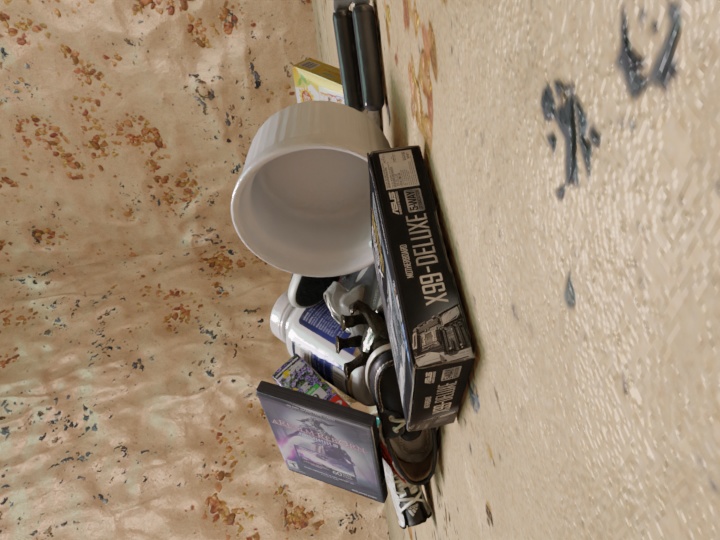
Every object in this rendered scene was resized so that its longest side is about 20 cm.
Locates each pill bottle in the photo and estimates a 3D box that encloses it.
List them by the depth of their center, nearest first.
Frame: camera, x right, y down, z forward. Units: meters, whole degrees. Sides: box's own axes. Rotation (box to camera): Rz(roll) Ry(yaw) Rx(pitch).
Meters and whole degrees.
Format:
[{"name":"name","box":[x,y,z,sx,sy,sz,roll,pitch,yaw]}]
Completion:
[{"name":"pill bottle","box":[-0.036,0.099,0.867,0.198,0.110,0.113,25,136,36]}]

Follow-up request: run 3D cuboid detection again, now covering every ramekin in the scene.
[{"name":"ramekin","box":[-0.046,-0.095,0.708,0.203,0.195,0.099,85,-177,-48]}]

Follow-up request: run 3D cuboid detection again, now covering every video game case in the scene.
[{"name":"video game case","box":[-0.040,0.210,0.728,0.202,0.140,0.019,81,-152,-48]}]

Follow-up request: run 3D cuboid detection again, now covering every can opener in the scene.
[{"name":"can opener","box":[0.000,-0.295,0.728,0.067,0.052,0.205,-31,-63,-58]}]

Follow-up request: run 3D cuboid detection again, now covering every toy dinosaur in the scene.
[{"name":"toy dinosaur","box":[0.028,0.074,0.717,0.077,0.100,0.205,-131,45,-64]}]

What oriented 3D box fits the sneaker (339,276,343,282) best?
[{"name":"sneaker","box":[-0.043,-0.004,1.018,0.201,0.112,0.077,-77,-13,-67]}]

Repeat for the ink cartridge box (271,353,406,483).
[{"name":"ink cartridge box","box":[-0.032,0.203,0.790,0.199,0.050,0.110,35,158,47]}]

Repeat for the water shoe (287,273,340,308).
[{"name":"water shoe","box":[-0.057,-0.047,0.851,0.078,0.071,0.204,21,87,47]}]

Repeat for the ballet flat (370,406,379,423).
[{"name":"ballet flat","box":[0.056,0.214,0.965,0.201,0.066,0.064,102,-172,-71]}]

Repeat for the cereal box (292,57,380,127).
[{"name":"cereal box","box":[-0.029,-0.183,0.868,0.143,0.039,0.203,32,143,35]}]

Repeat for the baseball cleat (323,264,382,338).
[{"name":"baseball cleat","box":[0.000,0.000,0.808,0.070,0.104,0.203,80,-177,-51]}]

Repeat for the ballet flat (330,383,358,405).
[{"name":"ballet flat","box":[-0.001,0.188,0.983,0.071,0.066,0.198,46,-161,27]}]

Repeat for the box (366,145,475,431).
[{"name":"box","box":[0.047,0.019,0.544,0.159,0.048,0.204,87,174,-60]}]

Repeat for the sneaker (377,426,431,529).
[{"name":"sneaker","box":[0.069,0.283,0.842,0.202,0.074,0.117,81,167,-56]}]

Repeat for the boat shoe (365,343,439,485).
[{"name":"boat shoe","box":[0.050,0.162,0.669,0.061,0.072,0.203,-102,2,-50]}]
